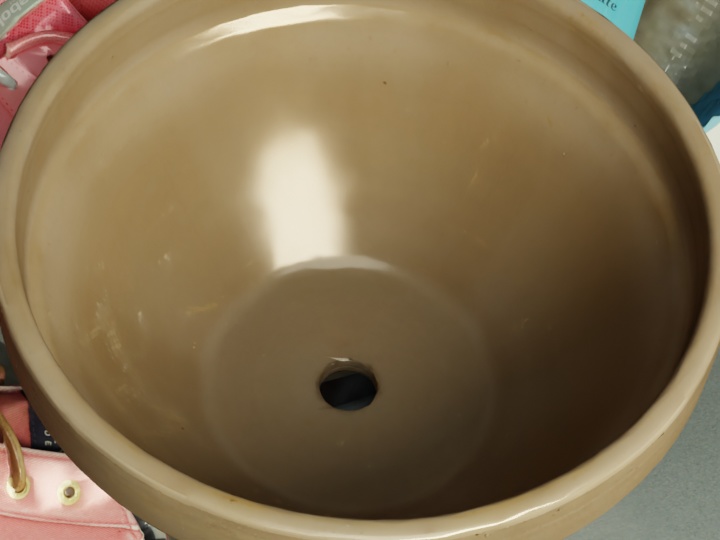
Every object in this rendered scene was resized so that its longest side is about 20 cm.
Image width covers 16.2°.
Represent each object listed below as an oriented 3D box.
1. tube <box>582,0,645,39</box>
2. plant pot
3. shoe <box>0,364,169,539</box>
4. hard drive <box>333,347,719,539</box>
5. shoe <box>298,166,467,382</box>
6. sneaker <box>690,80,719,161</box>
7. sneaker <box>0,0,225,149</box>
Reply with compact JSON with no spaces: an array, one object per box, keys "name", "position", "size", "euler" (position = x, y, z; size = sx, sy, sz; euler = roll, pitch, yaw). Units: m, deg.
[{"name":"tube","position":[0.074,-0.116,0.866],"size":[0.077,0.050,0.201],"euler":[22,64,-13]},{"name":"plant pot","position":[-0.002,0.010,0.708],"size":[0.199,0.093,0.202],"euler":[2,55,-4]},{"name":"shoe","position":[-0.125,0.049,0.731],"size":[0.090,0.200,0.072],"euler":[-24,52,3]},{"name":"hard drive","position":[0.091,0.068,0.747],"size":[0.199,0.033,0.140],"euler":[-17,40,-15]},{"name":"shoe","position":[0.000,0.000,0.807],"size":[0.198,0.053,0.070],"euler":[-18,115,4]},{"name":"sneaker","position":[0.153,-0.033,0.862],"size":[0.199,0.076,0.081],"euler":[-35,96,-7]},{"name":"sneaker","position":[-0.114,-0.050,0.753],"size":[0.199,0.087,0.074],"euler":[-14,45,-25]}]
